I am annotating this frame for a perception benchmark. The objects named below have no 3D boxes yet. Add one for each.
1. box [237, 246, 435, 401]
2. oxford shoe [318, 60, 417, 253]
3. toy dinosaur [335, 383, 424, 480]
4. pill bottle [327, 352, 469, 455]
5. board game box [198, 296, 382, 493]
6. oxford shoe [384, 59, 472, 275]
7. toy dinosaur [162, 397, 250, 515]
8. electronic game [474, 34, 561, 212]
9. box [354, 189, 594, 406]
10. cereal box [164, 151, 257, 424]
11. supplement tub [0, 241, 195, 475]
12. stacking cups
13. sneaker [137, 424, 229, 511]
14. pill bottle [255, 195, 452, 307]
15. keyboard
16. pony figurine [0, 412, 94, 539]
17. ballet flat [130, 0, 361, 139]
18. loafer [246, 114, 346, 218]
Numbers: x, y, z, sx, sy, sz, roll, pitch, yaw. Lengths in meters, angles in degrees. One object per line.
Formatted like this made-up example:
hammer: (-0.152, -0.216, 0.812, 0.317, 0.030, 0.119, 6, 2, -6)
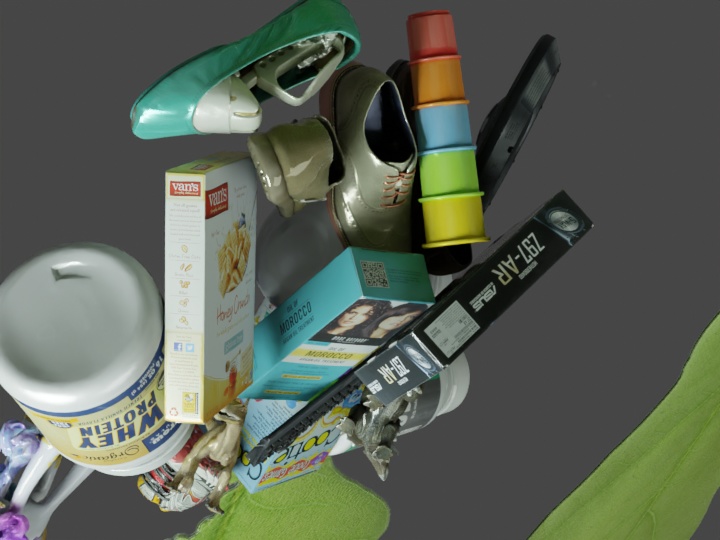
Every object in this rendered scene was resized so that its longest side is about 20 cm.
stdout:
box: (-0.028, 0.050, 1.539, 0.082, 0.049, 0.200, 6, 149, -37)
oxford shoe: (0.014, -0.077, 1.508, 0.071, 0.074, 0.200, -26, 116, -27)
toy dinosaur: (0.029, 0.120, 1.727, 0.102, 0.077, 0.200, -71, -175, -67)
pill bottle: (0.020, 0.125, 1.903, 0.200, 0.113, 0.113, -12, 142, -48)
board game box: (-0.063, 0.110, 1.768, 0.103, 0.105, 0.200, -13, 143, -48)
oxford shoe: (0.066, -0.092, 1.576, 0.073, 0.084, 0.200, -37, 121, -50)
toy dinosaur: (-0.123, 0.156, 1.546, 0.101, 0.058, 0.200, -62, -173, -11)
electronic game: (0.134, -0.131, 1.668, 0.200, 0.042, 0.200, -61, 175, -8)
box: (0.097, 0.026, 1.553, 0.200, 0.044, 0.160, -42, 180, -24)
cereal box: (-0.119, 0.010, 1.427, 0.144, 0.039, 0.200, -40, 133, -73)
supplement tub: (-0.213, 0.079, 1.456, 0.144, 0.144, 0.200, -37, 155, -10)
stacking cups: (0.069, -0.120, 1.516, 0.060, 0.200, 0.061, -7, 178, 0)
sneaker: (-0.179, 0.205, 1.761, 0.082, 0.078, 0.200, -30, 165, -10)
pill bottle: (0.000, 0.000, 1.653, 0.111, 0.111, 0.200, -49, 148, 16)
keyboard: (-0.026, 0.118, 1.645, 0.200, 0.021, 0.127, -36, 176, -20)
pony figurine: (-0.317, 0.228, 1.569, 0.200, 0.166, 0.193, -61, 161, 4)
ballet flat: (-0.081, -0.148, 1.370, 0.200, 0.070, 0.067, -33, 151, -18)
loafer: (-0.046, -0.086, 1.442, 0.067, 0.076, 0.200, -18, -176, 3)
